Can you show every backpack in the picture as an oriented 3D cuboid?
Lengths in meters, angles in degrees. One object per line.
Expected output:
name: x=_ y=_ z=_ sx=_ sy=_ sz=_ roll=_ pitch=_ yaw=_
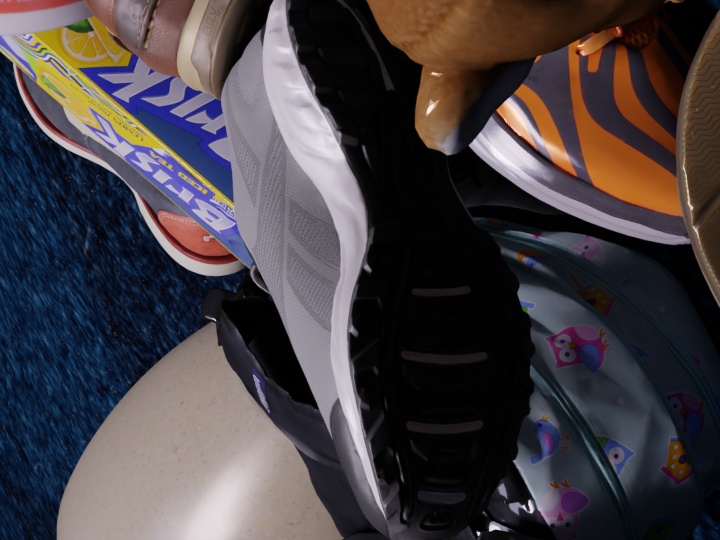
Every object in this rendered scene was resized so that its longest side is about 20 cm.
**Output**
backpack: x=0.046 y=0.054 z=0.846 sx=0.167 sy=0.127 sz=0.200 roll=56 pitch=161 yaw=-19

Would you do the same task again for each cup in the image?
cup: x=-0.028 y=0.091 z=1.019 sx=0.200 sy=0.200 sz=0.143 roll=52 pitch=141 yaw=28

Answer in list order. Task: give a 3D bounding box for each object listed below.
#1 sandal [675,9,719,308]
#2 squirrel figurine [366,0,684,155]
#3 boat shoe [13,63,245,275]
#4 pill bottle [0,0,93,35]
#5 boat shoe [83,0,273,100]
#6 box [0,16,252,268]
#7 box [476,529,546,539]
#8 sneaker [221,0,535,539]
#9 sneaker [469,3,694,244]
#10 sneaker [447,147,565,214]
sandal: x=0.140 y=0.003 z=0.643 sx=0.054 sy=0.080 sz=0.200 roll=-109 pitch=-5 yaw=-67
squirrel figurine: x=0.069 y=-0.096 z=0.501 sx=0.142 sy=0.186 sz=0.200 roll=65 pitch=160 yaw=-9
boat shoe: x=-0.116 y=-0.081 z=1.159 sx=0.200 sy=0.071 sz=0.063 roll=48 pitch=150 yaw=31
pill bottle: x=-0.147 y=-0.206 z=0.890 sx=0.112 sy=0.112 sz=0.200 roll=43 pitch=144 yaw=43
boat shoe: x=-0.058 y=-0.110 z=0.877 sx=0.067 sy=0.072 sz=0.200 roll=22 pitch=-171 yaw=5
box: x=-0.090 y=-0.084 z=1.007 sx=0.200 sy=0.064 sz=0.070 roll=40 pitch=165 yaw=9
box: x=0.133 y=0.174 z=0.751 sx=0.200 sy=0.044 sz=0.160 roll=10 pitch=135 yaw=22
sneaker: x=0.000 y=0.000 z=0.751 sx=0.079 sy=0.074 sz=0.200 roll=-39 pitch=56 yaw=46
sneaker: x=0.059 y=-0.103 z=0.687 sx=0.200 sy=0.078 sz=0.112 roll=45 pitch=144 yaw=10
sneaker: x=0.025 y=-0.046 z=0.823 sx=0.200 sy=0.091 sz=0.076 roll=7 pitch=120 yaw=65
